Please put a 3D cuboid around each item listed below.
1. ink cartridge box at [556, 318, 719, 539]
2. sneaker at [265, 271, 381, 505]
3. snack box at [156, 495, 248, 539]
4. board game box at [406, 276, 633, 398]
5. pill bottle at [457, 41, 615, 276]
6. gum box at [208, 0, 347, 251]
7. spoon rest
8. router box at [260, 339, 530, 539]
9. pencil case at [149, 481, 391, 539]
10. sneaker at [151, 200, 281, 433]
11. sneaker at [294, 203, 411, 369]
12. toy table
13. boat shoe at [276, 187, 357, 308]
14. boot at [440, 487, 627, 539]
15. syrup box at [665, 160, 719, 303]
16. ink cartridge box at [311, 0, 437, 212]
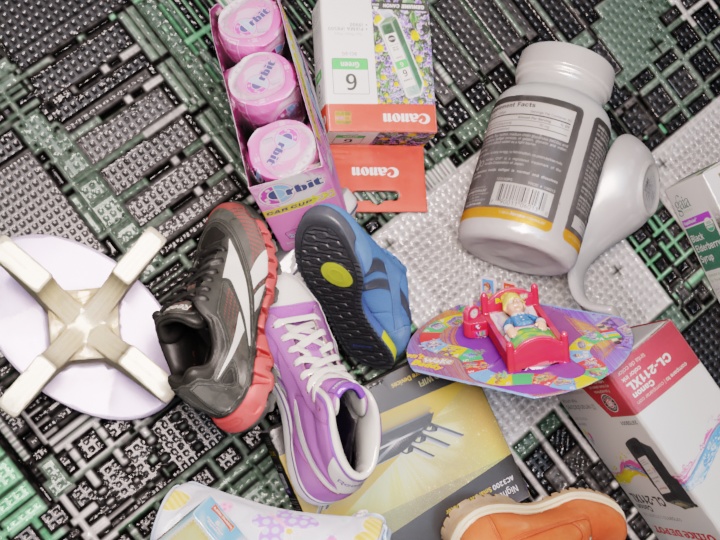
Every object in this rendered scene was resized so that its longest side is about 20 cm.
[{"bbox_3d":[0.281,0.154,1.017,0.083,0.146,0.201,-35,90,-15],"label":"ink cartridge box"},{"bbox_3d":[-0.030,0.080,0.896,0.072,0.114,0.202,-12,73,-26],"label":"sneaker"},{"bbox_3d":[-0.097,0.289,0.868,0.116,0.037,0.200,-41,88,23],"label":"snack box"},{"bbox_3d":[0.136,0.048,0.973,0.158,0.199,0.039,-33,123,-45],"label":"board game box"},{"bbox_3d":[0.171,-0.105,1.050,0.116,0.116,0.201,20,76,-9],"label":"pill bottle"},{"bbox_3d":[-0.071,-0.134,0.961,0.066,0.114,0.201,-17,62,4],"label":"gum box"},{"bbox_3d":[0.243,-0.041,1.070,0.099,0.060,0.201,48,53,-46],"label":"spoon rest"},{"bbox_3d":[0.031,0.175,1.001,0.199,0.052,0.158,-25,88,-16],"label":"router box"},{"bbox_3d":[-0.074,0.233,0.917,0.199,0.083,0.091,6,85,13],"label":"pencil case"},{"bbox_3d":[-0.116,0.024,0.884,0.098,0.071,0.202,28,51,-42],"label":"sneaker"},{"bbox_3d":[0.000,0.000,0.971,0.066,0.201,0.079,10,54,29],"label":"sneaker"},{"bbox_3d":[-0.234,0.045,0.927,0.199,0.117,0.185,29,76,-8],"label":"toy table"},{"bbox_3d":[-0.058,0.015,1.000,0.066,0.072,0.200,43,68,-19],"label":"boat shoe"},{"bbox_3d":[0.177,0.252,0.977,0.199,0.107,0.075,2,116,-34],"label":"boot"},{"bbox_3d":[0.394,-0.015,1.107,0.081,0.079,0.201,-26,88,-16],"label":"syrup box"},{"bbox_3d":[0.015,-0.158,1.054,0.108,0.050,0.202,-1,80,-14],"label":"ink cartridge box"}]
